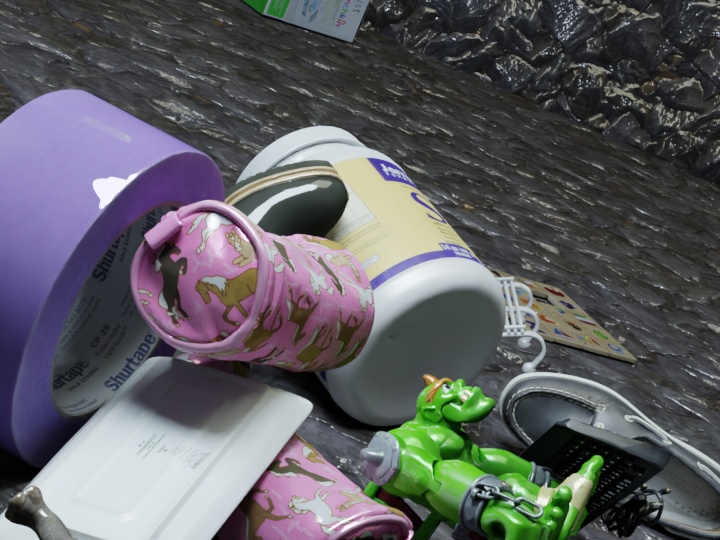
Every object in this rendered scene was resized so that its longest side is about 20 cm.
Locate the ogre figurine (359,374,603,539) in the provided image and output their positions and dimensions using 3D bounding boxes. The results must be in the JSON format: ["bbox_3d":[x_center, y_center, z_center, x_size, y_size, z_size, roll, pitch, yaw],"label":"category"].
[{"bbox_3d":[0.068,0.126,1.100,0.120,0.098,0.200,25,23,13],"label":"ogre figurine"}]

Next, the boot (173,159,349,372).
[{"bbox_3d":[-0.075,0.019,1.258,0.078,0.200,0.138,59,-5,-39],"label":"boot"}]

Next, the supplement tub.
[{"bbox_3d":[0.000,0.000,1.390,0.145,0.146,0.200,9,32,-43],"label":"supplement tub"}]

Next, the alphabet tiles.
[{"bbox_3d":[0.153,0.032,1.842,0.200,0.008,0.167,15,18,-29],"label":"alphabet tiles"}]

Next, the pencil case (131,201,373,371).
[{"bbox_3d":[-0.057,0.012,1.082,0.086,0.083,0.200,15,0,18],"label":"pencil case"}]

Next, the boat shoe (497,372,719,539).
[{"bbox_3d":[0.195,0.142,1.412,0.200,0.074,0.060,32,10,-2],"label":"boat shoe"}]

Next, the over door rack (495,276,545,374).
[{"bbox_3d":[0.047,0.042,1.553,0.199,0.067,0.148,9,16,-2],"label":"over door rack"}]

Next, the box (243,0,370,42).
[{"bbox_3d":[-0.108,-0.449,2.919,0.176,0.097,0.200,13,18,-38],"label":"box"}]

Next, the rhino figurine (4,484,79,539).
[{"bbox_3d":[-0.171,0.158,0.811,0.087,0.060,0.200,39,22,13],"label":"rhino figurine"}]

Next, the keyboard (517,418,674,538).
[{"bbox_3d":[0.147,0.150,1.224,0.104,0.040,0.200,17,-20,-3],"label":"keyboard"}]

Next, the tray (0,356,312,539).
[{"bbox_3d":[-0.111,0.101,1.004,0.107,0.022,0.200,15,33,17],"label":"tray"}]

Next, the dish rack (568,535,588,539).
[{"bbox_3d":[0.173,0.214,1.177,0.199,0.044,0.172,18,17,-17],"label":"dish rack"}]

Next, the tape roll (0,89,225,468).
[{"bbox_3d":[-0.166,0.005,1.069,0.085,0.200,0.200,28,16,17],"label":"tape roll"}]

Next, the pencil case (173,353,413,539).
[{"bbox_3d":[-0.055,0.121,1.075,0.200,0.083,0.087,37,-4,43],"label":"pencil case"}]
